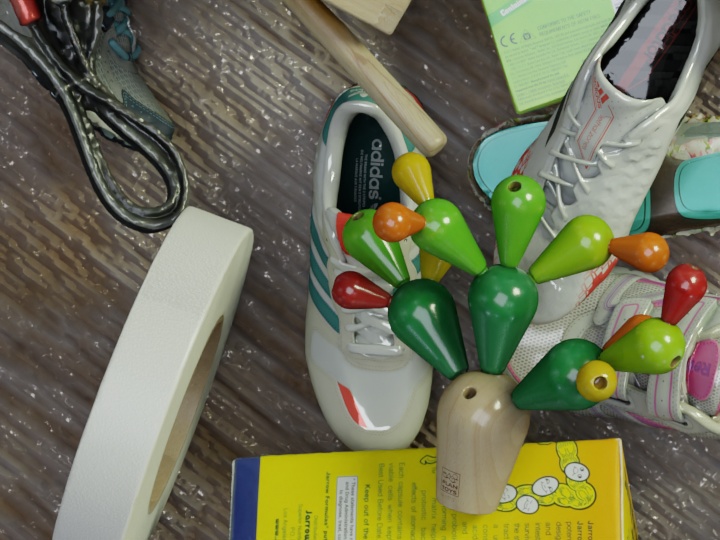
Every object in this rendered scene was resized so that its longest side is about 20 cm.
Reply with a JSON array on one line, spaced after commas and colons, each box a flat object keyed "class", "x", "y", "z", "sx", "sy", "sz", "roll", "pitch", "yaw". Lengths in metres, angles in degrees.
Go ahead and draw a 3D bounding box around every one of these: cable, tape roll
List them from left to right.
[{"class": "cable", "x": -0.149, "y": -0.112, "z": 1.454, "sx": 0.097, "sy": 0.050, "sz": 0.201, "roll": -15, "pitch": 78, "yaw": -18}, {"class": "tape roll", "x": -0.104, "y": 0.067, "z": 1.453, "sx": 0.037, "sy": 0.203, "sz": 0.203, "roll": 20, "pitch": 95, "yaw": 3}]

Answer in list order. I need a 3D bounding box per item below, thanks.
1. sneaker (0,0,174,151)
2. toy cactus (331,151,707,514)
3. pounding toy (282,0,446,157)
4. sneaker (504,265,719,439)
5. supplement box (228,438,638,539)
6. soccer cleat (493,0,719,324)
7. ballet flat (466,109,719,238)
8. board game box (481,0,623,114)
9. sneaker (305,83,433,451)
[{"class": "sneaker", "x": -0.154, "y": -0.153, "z": 1.518, "sx": 0.086, "sy": 0.078, "sz": 0.200, "roll": -38, "pitch": 86, "yaw": 5}, {"class": "toy cactus", "x": 0.064, "y": 0.038, "z": 1.377, "sx": 0.199, "sy": 0.102, "sz": 0.166, "roll": 16, "pitch": 106, "yaw": 24}, {"class": "pounding toy", "x": -0.042, "y": -0.181, "z": 1.424, "sx": 0.184, "sy": 0.200, "sz": 0.142, "roll": 37, "pitch": 100, "yaw": 51}, {"class": "sneaker", "x": 0.162, "y": 0.042, "z": 1.467, "sx": 0.199, "sy": 0.088, "sz": 0.082, "roll": 4, "pitch": 92, "yaw": 9}, {"class": "supplement box", "x": 0.040, "y": 0.160, "z": 1.461, "sx": 0.199, "sy": 0.109, "sz": 0.110, "roll": -3, "pitch": 61, "yaw": 8}, {"class": "soccer cleat", "x": 0.120, "y": -0.065, "z": 1.409, "sx": 0.068, "sy": 0.085, "sz": 0.200, "roll": 31, "pitch": 96, "yaw": 9}, {"class": "ballet flat", "x": 0.156, "y": -0.046, "z": 1.478, "sx": 0.199, "sy": 0.064, "sz": 0.076, "roll": 3, "pitch": 91, "yaw": 11}, {"class": "board game box", "x": 0.095, "y": -0.189, "z": 1.461, "sx": 0.095, "sy": 0.030, "sz": 0.201, "roll": -17, "pitch": 94, "yaw": 10}, {"class": "sneaker", "x": 0.000, "y": 0.000, "z": 1.488, "sx": 0.070, "sy": 0.093, "sz": 0.201, "roll": 2, "pitch": 92, "yaw": 9}]
